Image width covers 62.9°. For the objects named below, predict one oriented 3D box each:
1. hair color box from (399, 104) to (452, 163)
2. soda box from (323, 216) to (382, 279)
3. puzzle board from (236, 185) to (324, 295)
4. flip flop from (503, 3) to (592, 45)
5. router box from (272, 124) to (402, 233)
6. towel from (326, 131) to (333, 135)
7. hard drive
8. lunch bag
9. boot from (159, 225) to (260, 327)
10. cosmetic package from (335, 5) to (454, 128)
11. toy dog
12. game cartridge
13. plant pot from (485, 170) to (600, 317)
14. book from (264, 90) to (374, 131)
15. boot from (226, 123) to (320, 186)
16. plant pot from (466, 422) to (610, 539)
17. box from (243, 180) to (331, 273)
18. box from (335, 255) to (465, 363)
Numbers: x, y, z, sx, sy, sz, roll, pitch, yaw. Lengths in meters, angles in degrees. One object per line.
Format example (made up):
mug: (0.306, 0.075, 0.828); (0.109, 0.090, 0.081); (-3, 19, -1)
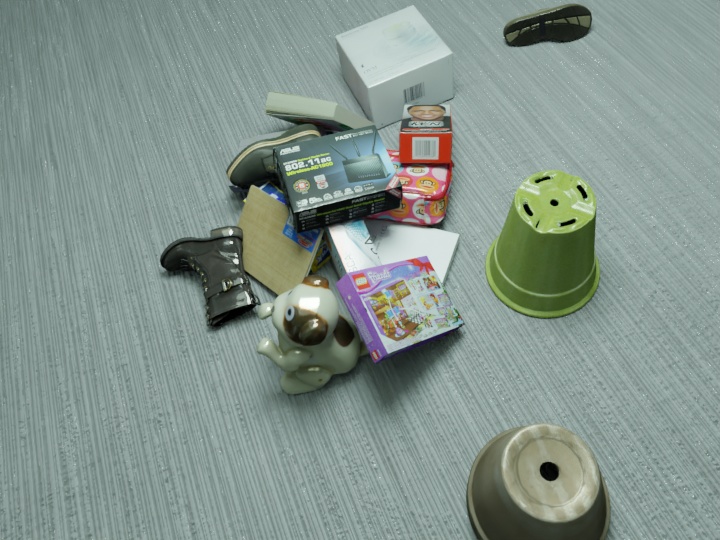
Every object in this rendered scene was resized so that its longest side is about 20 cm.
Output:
hair color box: (0.129, -0.273, 1.160); (0.100, 0.062, 0.201); (1, 29, 6)
soda box: (0.000, 0.000, 1.027); (0.067, 0.064, 0.202); (-19, 73, -15)
puzzle board: (-0.160, -0.049, 1.095); (0.199, 0.017, 0.153); (32, 107, 31)
flip flop: (0.425, -0.564, 1.345); (0.197, 0.082, 0.058); (-7, 42, 12)
router box: (-0.041, -0.163, 1.029); (0.197, 0.062, 0.151); (-15, 59, -11)
towel: (-0.089, -0.202, 1.216); (0.110, 0.049, 0.202); (-16, 57, 1)
hard drive: (0.070, -0.031, 1.093); (0.197, 0.025, 0.133); (14, 61, 19)
lunch bag: (0.080, -0.173, 1.143); (0.197, 0.083, 0.177); (7, 43, 12)
boot: (-0.286, 0.021, 1.098); (0.197, 0.069, 0.177); (-19, 68, 17)
cosmetic package: (0.075, -0.452, 1.302); (0.197, 0.124, 0.202); (-24, 55, -6)
toy dog: (-0.074, 0.100, 0.931); (0.191, 0.201, 0.141); (5, 59, 13)
game cartridge: (-0.170, -0.229, 1.215); (0.197, 0.039, 0.131); (-4, 56, 21)
plant pot: (0.307, -0.056, 0.968); (0.196, 0.191, 0.203); (-5, 57, 8)
book: (-0.083, -0.320, 1.217); (0.198, 0.133, 0.049); (18, 95, 38)
boot: (-0.152, -0.183, 1.120); (0.198, 0.078, 0.140); (-28, 59, 7)
plant pot: (0.239, 0.285, 0.775); (0.196, 0.174, 0.203); (-4, 56, 6)
box: (-0.137, -0.087, 1.143); (0.070, 0.065, 0.199); (-41, 61, -16)
box: (0.068, 0.055, 0.944); (0.198, 0.039, 0.138); (-11, 68, -45)
